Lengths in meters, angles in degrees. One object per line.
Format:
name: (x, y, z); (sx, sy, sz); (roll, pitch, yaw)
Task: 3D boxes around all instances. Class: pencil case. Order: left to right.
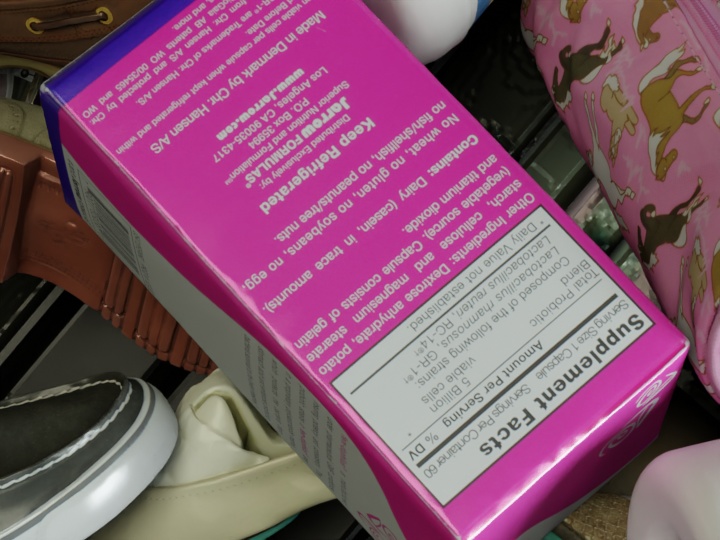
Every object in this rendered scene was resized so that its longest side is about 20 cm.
pencil case: (0.115, -0.043, 0.929); (0.087, 0.083, 0.200); (-44, 39, 18)

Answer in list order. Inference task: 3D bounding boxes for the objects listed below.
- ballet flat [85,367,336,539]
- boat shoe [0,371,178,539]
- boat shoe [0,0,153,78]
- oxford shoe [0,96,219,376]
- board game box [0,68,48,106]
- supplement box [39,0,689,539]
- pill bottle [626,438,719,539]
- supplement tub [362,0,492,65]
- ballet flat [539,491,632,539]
ballet flat: (-0.021, 0.055, 0.997); (0.199, 0.069, 0.070); (-21, 75, 8)
boat shoe: (-0.159, 0.081, 0.964); (0.199, 0.057, 0.069); (-27, 30, -3)
boat shoe: (-0.138, -0.111, 1.026); (0.199, 0.068, 0.072); (12, 61, 27)
oxford shoe: (-0.078, -0.021, 1.026); (0.199, 0.074, 0.071); (24, 121, -4)
board game box: (-0.191, -0.033, 1.091); (0.120, 0.032, 0.201); (20, 86, 23)
supplement box: (0.000, 0.000, 0.916); (0.103, 0.101, 0.200); (-38, 75, -13)
pill bottle: (0.192, 0.088, 0.885); (0.199, 0.104, 0.105); (-12, 75, -13)
supplement tub: (0.030, -0.184, 0.971); (0.144, 0.145, 0.200); (34, 72, 19)
ballet flat: (0.125, 0.125, 0.956); (0.200, 0.071, 0.065); (41, 67, 16)
